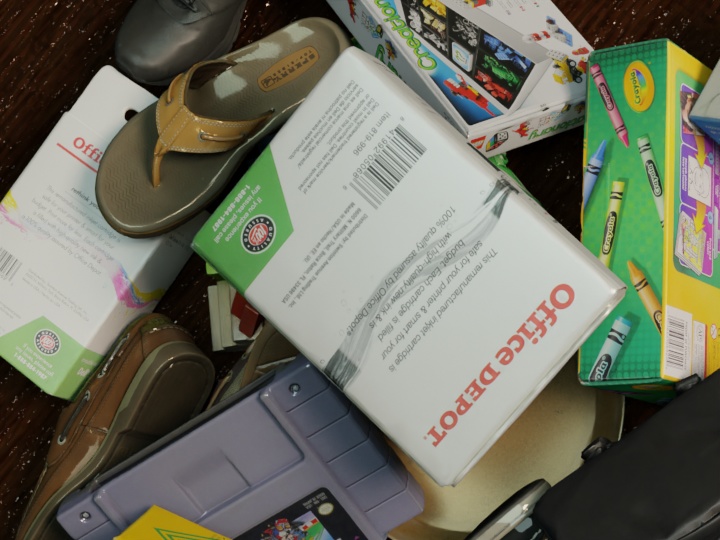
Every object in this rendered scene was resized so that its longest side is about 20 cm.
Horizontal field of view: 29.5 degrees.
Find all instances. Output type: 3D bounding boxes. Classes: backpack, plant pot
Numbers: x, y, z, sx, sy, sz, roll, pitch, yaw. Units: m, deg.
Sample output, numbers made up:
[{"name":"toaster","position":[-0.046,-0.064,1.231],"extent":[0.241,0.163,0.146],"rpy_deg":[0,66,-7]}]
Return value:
[{"name":"backpack","position":[0.219,0.175,0.754],"extent":[0.162,0.200,0.154],"rpy_deg":[-34,37,5]},{"name":"plant pot","position":[0.071,0.085,0.883],"extent":[0.198,0.027,0.202],"rpy_deg":[-3,77,12]}]

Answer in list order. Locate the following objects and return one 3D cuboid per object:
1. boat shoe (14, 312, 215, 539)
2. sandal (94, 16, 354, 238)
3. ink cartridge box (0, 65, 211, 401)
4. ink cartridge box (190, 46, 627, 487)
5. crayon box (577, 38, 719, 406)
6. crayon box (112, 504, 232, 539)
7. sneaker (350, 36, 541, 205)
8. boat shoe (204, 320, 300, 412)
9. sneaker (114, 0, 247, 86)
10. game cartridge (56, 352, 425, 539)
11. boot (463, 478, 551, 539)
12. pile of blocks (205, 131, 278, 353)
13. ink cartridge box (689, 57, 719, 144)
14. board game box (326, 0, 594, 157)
[{"name":"boat shoe","position":[-0.170,0.121,0.912],"extent":[0.201,0.072,0.068],"rpy_deg":[-53,46,4]},{"name":"sandal","position":[-0.090,-0.102,0.877],"extent":[0.199,0.054,0.081],"rpy_deg":[-36,72,-6]},{"name":"ink cartridge box","position":[-0.182,-0.025,0.938],"extent":[0.117,0.067,0.201],"rpy_deg":[35,87,16]},{"name":"ink cartridge box","position":[0.029,-0.002,0.762],"extent":[0.200,0.083,0.147],"rpy_deg":[44,101,11]},{"name":"crayon box","position":[0.187,-0.024,0.826],"extent":[0.058,0.118,0.202],"rpy_deg":[-6,75,38]},{"name":"crayon box","position":[-0.082,0.268,0.821],"extent":[0.171,0.058,0.202],"rpy_deg":[21,110,16]},{"name":"sneaker","position":[0.064,-0.094,0.896],"extent":[0.083,0.074,0.200],"rpy_deg":[-41,73,5]},{"name":"boat shoe","position":[-0.069,0.099,0.886],"extent":[0.072,0.072,0.201],"rpy_deg":[23,110,-7]},{"name":"sneaker","position":[-0.096,-0.212,0.931],"extent":[0.076,0.091,0.200],"rpy_deg":[37,76,15]},{"name":"game cartridge","position":[-0.073,0.148,0.849],"extent":[0.199,0.038,0.130],"rpy_deg":[-32,104,16]},{"name":"boot","position":[0.095,0.238,0.804],"extent":[0.154,0.073,0.204],"rpy_deg":[41,113,15]},{"name":"pile of blocks","position":[-0.062,-0.041,0.919],"extent":[0.081,0.062,0.202],"rpy_deg":[16,82,15]},{"name":"ink cartridge box","position":[0.303,-0.085,0.815],"extent":[0.117,0.199,0.067],"rpy_deg":[-60,29,-5]},{"name":"board game box","position":[0.061,-0.162,0.883],"extent":[0.125,0.035,0.201],"rpy_deg":[-20,60,-27]}]
